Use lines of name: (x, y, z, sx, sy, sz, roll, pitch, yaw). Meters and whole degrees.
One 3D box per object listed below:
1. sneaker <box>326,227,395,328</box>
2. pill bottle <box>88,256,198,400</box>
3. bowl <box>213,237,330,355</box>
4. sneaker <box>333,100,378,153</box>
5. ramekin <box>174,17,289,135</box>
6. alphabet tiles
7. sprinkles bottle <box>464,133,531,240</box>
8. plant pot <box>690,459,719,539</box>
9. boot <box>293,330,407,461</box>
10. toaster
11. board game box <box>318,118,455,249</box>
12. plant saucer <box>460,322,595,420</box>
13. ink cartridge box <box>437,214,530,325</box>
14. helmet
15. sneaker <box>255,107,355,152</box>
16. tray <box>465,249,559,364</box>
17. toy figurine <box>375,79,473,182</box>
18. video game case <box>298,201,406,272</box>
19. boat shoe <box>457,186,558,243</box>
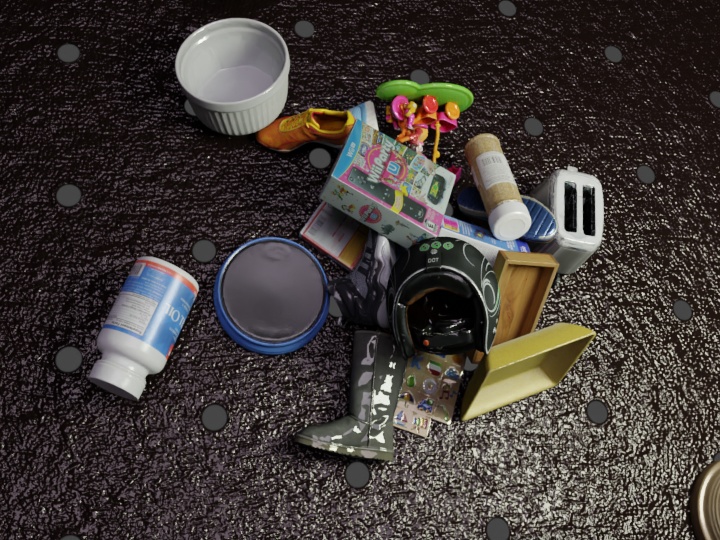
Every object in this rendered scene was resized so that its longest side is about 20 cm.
sneaker: (0.000, 0.000, 1.309, 0.112, 0.076, 0.204, -6, 70, 12)
pill bottle: (-0.338, 0.091, 1.204, 0.110, 0.112, 0.203, 22, 68, -3)
bowl: (-0.146, 0.038, 1.302, 0.196, 0.039, 0.205, 4, 70, -10)
sneaker: (-0.002, -0.209, 1.415, 0.088, 0.079, 0.203, -10, 63, 4)
ramekin: (-0.218, -0.334, 1.371, 0.196, 0.106, 0.203, -1, 60, 2)
alphabet tiles: (0.091, 0.170, 1.319, 0.164, 0.006, 0.203, 19, 68, -3)
sprinkles bottle: (0.233, -0.146, 1.335, 0.067, 0.069, 0.202, -1, 50, -12)
plant pot: (0.665, 0.410, 1.300, 0.197, 0.093, 0.205, 4, 68, -9)
boot: (-0.010, 0.195, 1.249, 0.179, 0.072, 0.204, 12, 76, -18)
toaster: (0.367, -0.084, 1.403, 0.111, 0.129, 0.204, 10, 68, -6)
board game box: (0.047, -0.139, 1.293, 0.198, 0.064, 0.149, 28, 52, -8)
plant saucer: (0.257, 0.156, 1.259, 0.197, 0.201, 0.049, -17, 61, -17)
ink cartridge box: (0.204, 0.004, 1.329, 0.197, 0.138, 0.077, 19, 26, -3)
helmet: (0.129, 0.048, 1.212, 0.196, 0.191, 0.204, 2, 103, 9)
sneaker: (-0.098, -0.259, 1.380, 0.196, 0.077, 0.074, -3, 63, 16)
tray: (0.249, 0.065, 1.292, 0.097, 0.203, 0.037, 3, 30, -18)
toy figurine: (0.116, -0.226, 1.398, 0.197, 0.149, 0.188, 7, 77, -37)
video game case: (0.009, -0.060, 1.382, 0.198, 0.017, 0.144, 35, 67, 3)
boat shoe: (0.265, -0.091, 1.374, 0.199, 0.073, 0.073, 29, 73, 37)
